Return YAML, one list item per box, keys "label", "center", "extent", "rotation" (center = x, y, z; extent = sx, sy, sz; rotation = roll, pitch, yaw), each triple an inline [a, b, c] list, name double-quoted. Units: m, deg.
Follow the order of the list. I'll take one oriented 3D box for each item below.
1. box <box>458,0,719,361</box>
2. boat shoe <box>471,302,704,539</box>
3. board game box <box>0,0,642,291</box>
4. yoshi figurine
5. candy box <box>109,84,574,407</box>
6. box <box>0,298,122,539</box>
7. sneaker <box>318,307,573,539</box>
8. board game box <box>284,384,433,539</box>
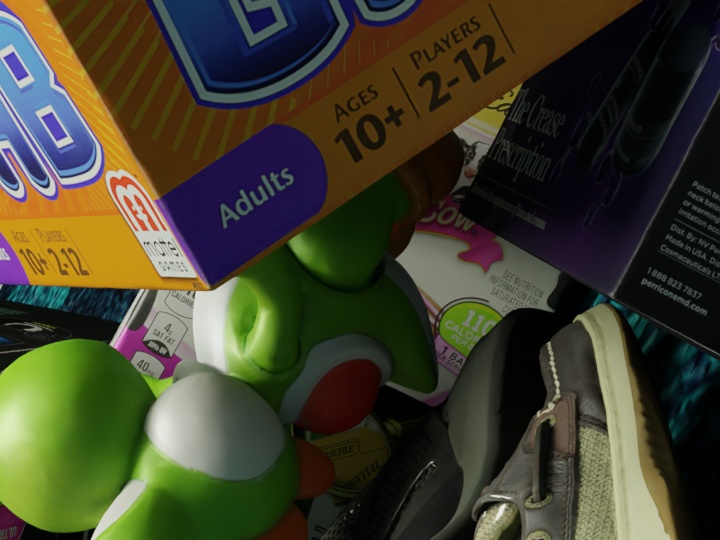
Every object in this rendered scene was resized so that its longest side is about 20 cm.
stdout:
- label: "box"
  center: [0.112, -0.051, 0.898]
  extent: [0.142, 0.079, 0.200]
  rotation: [-61, 13, 1]
- label: "boat shoe"
  center: [0.062, 0.072, 0.824]
  extent: [0.065, 0.073, 0.200]
  rotation: [-18, 23, 6]
- label: "board game box"
  center: [-0.049, -0.130, 0.855]
  extent: [0.199, 0.200, 0.200]
  rotation: [-35, 14, -20]
- label: "yoshi figurine"
  center: [-0.054, 0.020, 0.957]
  extent: [0.112, 0.113, 0.200]
  rotation: [2, 47, 38]
- label: "candy box"
  center: [0.000, 0.000, 1.084]
  extent: [0.201, 0.136, 0.061]
  rotation: [-60, 5, 17]
- label: "box"
  center: [-0.173, 0.089, 1.144]
  extent: [0.200, 0.124, 0.149]
  rotation: [-6, -75, -69]
- label: "sneaker"
  center: [0.027, 0.112, 0.921]
  extent: [0.114, 0.076, 0.200]
  rotation: [-55, 12, 39]
- label: "board game box"
  center: [-0.018, 0.123, 0.999]
  extent: [0.023, 0.104, 0.201]
  rotation: [-51, 18, 53]
